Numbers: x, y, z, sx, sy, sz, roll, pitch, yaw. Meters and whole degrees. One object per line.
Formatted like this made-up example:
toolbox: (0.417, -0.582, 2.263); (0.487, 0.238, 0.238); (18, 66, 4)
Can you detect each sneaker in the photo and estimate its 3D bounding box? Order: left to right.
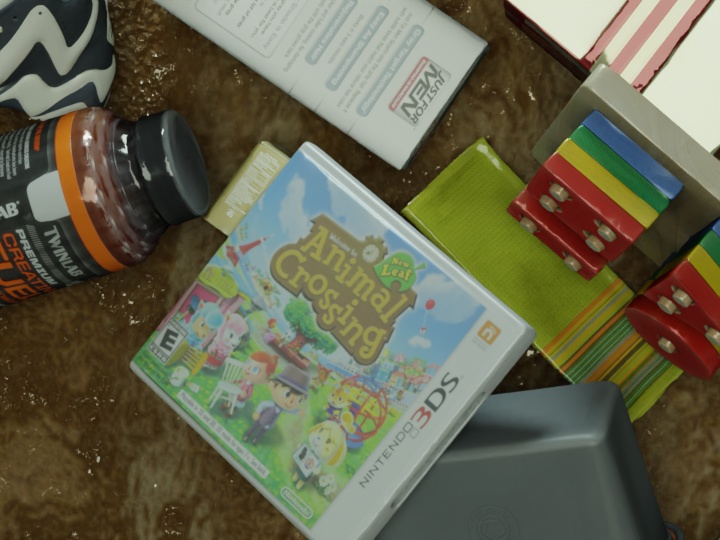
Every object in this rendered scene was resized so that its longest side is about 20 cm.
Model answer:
sneaker: (-0.244, -0.158, 1.475); (0.199, 0.080, 0.130); (1, 127, -19)

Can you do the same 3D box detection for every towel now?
towel: (0.122, 0.008, 1.512); (0.200, 0.018, 0.086); (46, 55, 2)

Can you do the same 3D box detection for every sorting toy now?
sorting toy: (0.182, -0.014, 1.433); (0.199, 0.200, 0.070); (41, 80, 2)

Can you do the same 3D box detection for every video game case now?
video game case: (-0.021, 0.048, 1.437); (0.200, 0.022, 0.182); (41, 95, 28)

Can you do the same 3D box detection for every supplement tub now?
supplement tub: (-0.199, -0.040, 1.502); (0.200, 0.107, 0.107); (-17, 91, 14)

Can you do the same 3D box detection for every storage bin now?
storage bin: (0.095, 0.146, 1.466); (0.200, 0.146, 0.134); (-7, 111, 17)

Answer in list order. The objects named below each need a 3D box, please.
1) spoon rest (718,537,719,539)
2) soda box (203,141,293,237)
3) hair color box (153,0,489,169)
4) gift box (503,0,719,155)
spoon rest: (0.266, 0.256, 1.513); (0.099, 0.061, 0.200); (1, 93, 4)
soda box: (0.000, 0.000, 1.520); (0.200, 0.068, 0.064); (38, 95, 2)
hair color box: (-0.026, -0.160, 1.520); (0.200, 0.061, 0.099); (35, 94, 3)
gift box: (0.210, -0.177, 1.436); (0.185, 0.200, 0.187); (39, 93, -3)
